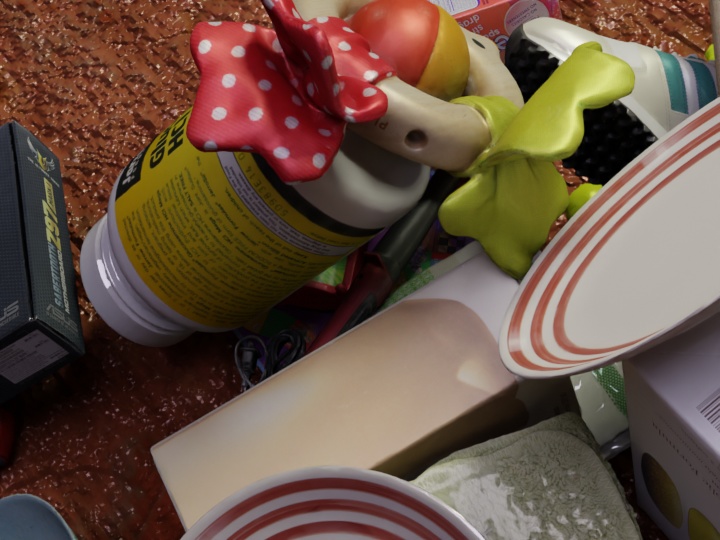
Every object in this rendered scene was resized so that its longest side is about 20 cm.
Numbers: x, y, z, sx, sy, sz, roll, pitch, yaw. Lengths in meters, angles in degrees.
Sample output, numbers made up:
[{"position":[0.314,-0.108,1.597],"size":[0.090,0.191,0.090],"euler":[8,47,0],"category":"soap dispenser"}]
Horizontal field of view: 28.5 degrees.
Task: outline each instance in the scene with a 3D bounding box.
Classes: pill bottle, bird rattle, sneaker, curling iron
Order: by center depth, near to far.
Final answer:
[{"position":[0.014,-0.082,0.664],"size":[0.198,0.113,0.164],"euler":[12,31,-14],"category":"bird rattle"},{"position":[0.171,-0.084,0.747],"size":[0.199,0.070,0.094],"euler":[32,61,1],"category":"sneaker"},{"position":[-0.065,-0.036,0.763],"size":[0.199,0.112,0.114],"euler":[-34,51,39],"category":"pill bottle"},{"position":[0.000,0.000,0.799],"size":[0.049,0.026,0.200],"euler":[34,72,24],"category":"curling iron"}]

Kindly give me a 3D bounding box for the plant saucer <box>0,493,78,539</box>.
[{"position":[-0.167,0.216,0.718],"size":[0.200,0.038,0.203],"euler":[-18,67,48],"category":"plant saucer"}]

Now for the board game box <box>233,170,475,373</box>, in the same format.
[{"position":[-0.028,-0.032,0.852],"size":[0.157,0.039,0.200],"euler":[-35,59,-5],"category":"board game box"}]

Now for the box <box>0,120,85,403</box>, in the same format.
[{"position":[-0.263,0.023,0.844],"size":[0.199,0.051,0.159],"euler":[-28,50,14],"category":"box"}]

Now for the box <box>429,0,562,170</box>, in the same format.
[{"position":[0.056,-0.163,0.836],"size":[0.102,0.095,0.201],"euler":[-17,40,5],"category":"box"}]

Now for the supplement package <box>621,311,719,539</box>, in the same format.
[{"position":[0.197,0.081,0.640],"size":[0.109,0.200,0.114],"euler":[-37,60,-7],"category":"supplement package"}]

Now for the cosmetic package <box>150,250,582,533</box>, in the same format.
[{"position":[0.007,0.082,0.715],"size":[0.199,0.105,0.071],"euler":[-31,63,1],"category":"cosmetic package"}]

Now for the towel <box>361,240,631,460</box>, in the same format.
[{"position":[0.042,0.081,0.780],"size":[0.199,0.031,0.150],"euler":[-34,62,-2],"category":"towel"}]

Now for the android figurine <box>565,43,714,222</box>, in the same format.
[{"position":[0.207,-0.040,0.796],"size":[0.180,0.041,0.202],"euler":[-14,62,7],"category":"android figurine"}]

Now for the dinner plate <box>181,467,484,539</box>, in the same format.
[{"position":[-0.012,0.187,0.610],"size":[0.198,0.024,0.203],"euler":[-5,77,20],"category":"dinner plate"}]

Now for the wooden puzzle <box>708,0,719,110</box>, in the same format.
[{"position":[0.255,-0.075,0.716],"size":[0.037,0.198,0.187],"euler":[-27,59,53],"category":"wooden puzzle"}]

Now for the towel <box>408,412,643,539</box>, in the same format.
[{"position":[0.079,0.174,0.637],"size":[0.147,0.037,0.201],"euler":[-24,70,-7],"category":"towel"}]

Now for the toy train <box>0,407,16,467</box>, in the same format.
[{"position":[-0.227,0.100,0.838],"size":[0.045,0.034,0.202],"euler":[1,63,13],"category":"toy train"}]

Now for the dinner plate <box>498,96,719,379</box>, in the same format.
[{"position":[0.140,-0.021,0.588],"size":[0.024,0.200,0.200],"euler":[46,78,-11],"category":"dinner plate"}]
